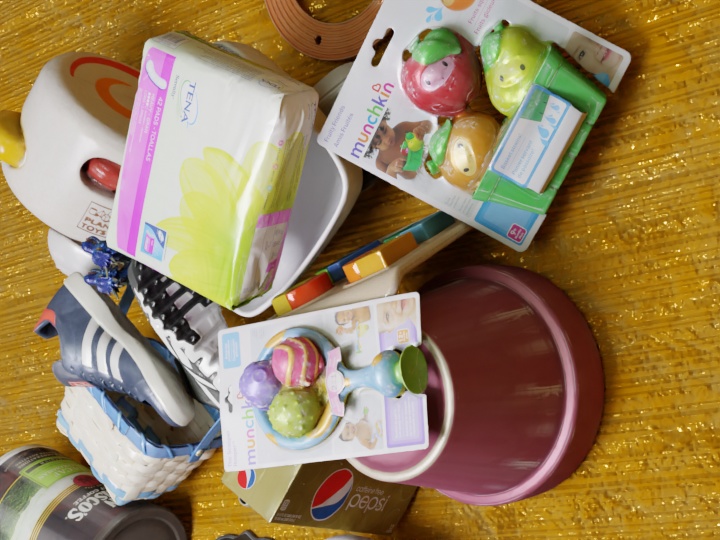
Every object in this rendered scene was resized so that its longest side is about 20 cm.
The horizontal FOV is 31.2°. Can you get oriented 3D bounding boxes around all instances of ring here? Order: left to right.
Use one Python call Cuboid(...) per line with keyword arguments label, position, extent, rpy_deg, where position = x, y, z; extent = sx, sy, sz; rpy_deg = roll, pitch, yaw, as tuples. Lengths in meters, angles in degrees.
Cuboid(label="ring", position=(-0.017, -0.299, 1.216), extent=(0.199, 0.019, 0.203), rpy_deg=(0, 90, 37))

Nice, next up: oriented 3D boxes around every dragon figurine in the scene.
Cuboid(label="dragon figurine", position=(-0.169, -0.006, 1.239), extent=(0.100, 0.198, 0.059), rpy_deg=(-88, 18, -44))

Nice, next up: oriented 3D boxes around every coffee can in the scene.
Cuboid(label="coffee can", position=(-0.302, 0.286, 1.363), extent=(0.199, 0.146, 0.148), rpy_deg=(17, 101, 37))

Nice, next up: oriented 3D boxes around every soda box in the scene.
Cuboid(label="soda box", position=(-0.027, 0.178, 1.108), extent=(0.064, 0.199, 0.068), rpy_deg=(32, 95, 33))

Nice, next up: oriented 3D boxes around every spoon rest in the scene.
Cuboid(label="spoon rest", position=(-0.284, -0.016, 1.352), extent=(0.061, 0.099, 0.200), rpy_deg=(-61, 13, -8))

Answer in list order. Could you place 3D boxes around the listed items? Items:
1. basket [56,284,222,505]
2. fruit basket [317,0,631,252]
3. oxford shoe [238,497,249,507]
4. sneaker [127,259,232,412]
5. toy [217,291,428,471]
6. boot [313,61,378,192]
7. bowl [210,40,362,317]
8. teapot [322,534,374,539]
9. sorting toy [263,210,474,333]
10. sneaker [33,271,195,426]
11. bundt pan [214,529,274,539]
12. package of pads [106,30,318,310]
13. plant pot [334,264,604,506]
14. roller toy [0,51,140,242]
Cuboid(label="basket", position=(-0.207, 0.117, 1.290), extent=(0.177, 0.138, 0.201), rpy_deg=(48, 122, 23))
Cuboid(label="fruit basket", position=(0.089, -0.137, 1.038), extent=(0.198, 0.094, 0.187), rpy_deg=(27, 105, -5))
Cuboid(label="oxford shoe", position=(-0.075, 0.132, 1.229), extent=(0.070, 0.073, 0.203), rpy_deg=(8, 95, 38))
Cuboid(label="sneaker", position=(-0.146, 0.073, 1.175), extent=(0.200, 0.066, 0.091), rpy_deg=(46, 143, 6))
Cuboid(label="toy", position=(-0.042, 0.087, 0.983), extent=(0.198, 0.047, 0.117), rpy_deg=(-11, 76, 31))
Cuboid(label="boot", position=(-0.046, -0.097, 1.203), extent=(0.200, 0.073, 0.096), rpy_deg=(-42, 59, 29))
Cuboid(label="bowl", position=(-0.094, -0.085, 1.161), extent=(0.200, 0.074, 0.200), rpy_deg=(49, 123, 14))
Cuboid(label="teapot", position=(0.007, 0.340, 1.129), extent=(0.199, 0.145, 0.200), rpy_deg=(-62, 29, -5))
Cuboid(label="sorting toy", position=(0.000, 0.000, 1.098), extent=(0.184, 0.200, 0.037), rpy_deg=(-24, 99, 36))
Cuboid(label="sneaker", position=(-0.234, 0.093, 1.205), extent=(0.085, 0.075, 0.200), rpy_deg=(-45, 58, -2))
Cuboid(label="bundt pan", position=(-0.131, 0.366, 1.274), extent=(0.200, 0.075, 0.205), rpy_deg=(1, 92, 38))
Cuboid(label="package of pads", position=(-0.126, -0.084, 1.095), extent=(0.153, 0.068, 0.202), rpy_deg=(25, 114, 23))
Cuboid(label="plant pot", position=(0.072, 0.096, 1.047), extent=(0.198, 0.178, 0.203), rpy_deg=(0, 89, 38))
Cuboid(label="roller toy", position=(-0.263, -0.116, 1.304), extent=(0.182, 0.200, 0.140), rpy_deg=(41, 115, 11))
